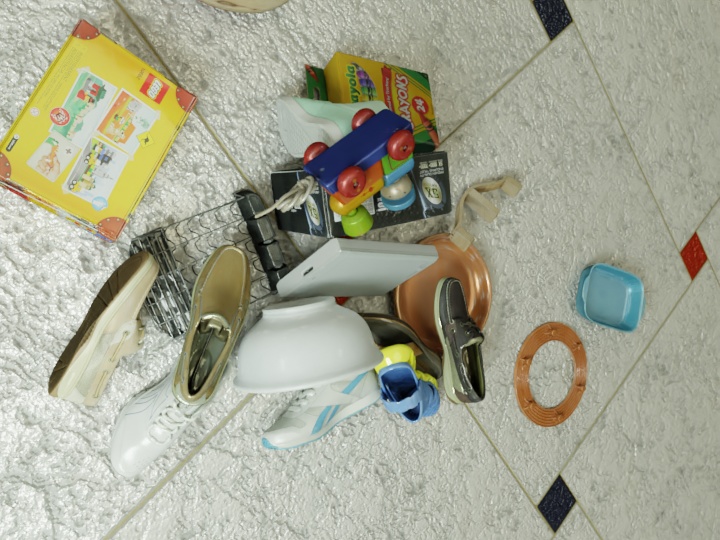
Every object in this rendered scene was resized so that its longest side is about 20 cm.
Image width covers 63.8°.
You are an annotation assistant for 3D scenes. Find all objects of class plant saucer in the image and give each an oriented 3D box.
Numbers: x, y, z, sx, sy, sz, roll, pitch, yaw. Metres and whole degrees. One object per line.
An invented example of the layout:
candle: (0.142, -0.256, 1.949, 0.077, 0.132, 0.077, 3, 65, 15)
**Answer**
plant saucer: (0.133, 0.040, 0.960, 0.198, 0.037, 0.203, 0, 90, -30)

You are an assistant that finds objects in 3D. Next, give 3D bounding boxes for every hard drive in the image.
hard drive: (0.000, 0.000, 0.802, 0.199, 0.132, 0.027, 2, 62, -46)

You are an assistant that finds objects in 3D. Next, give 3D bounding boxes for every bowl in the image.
bowl: (-0.073, 0.086, 0.749, 0.199, 0.200, 0.092, -10, 93, -29)

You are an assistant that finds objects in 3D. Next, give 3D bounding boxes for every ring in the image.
ring: (0.373, 0.201, 1.112, 0.198, 0.019, 0.203, -1, 91, -31)

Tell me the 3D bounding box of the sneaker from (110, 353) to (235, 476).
sneaker: (-0.234, 0.168, 0.721, 0.074, 0.087, 0.201, 44, 72, -24)

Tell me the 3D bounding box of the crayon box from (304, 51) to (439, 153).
crayon box: (0.019, -0.244, 0.861, 0.198, 0.051, 0.129, 1, 73, -30)

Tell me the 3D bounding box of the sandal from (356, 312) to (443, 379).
sandal: (0.055, 0.127, 0.891, 0.200, 0.081, 0.055, 43, 46, -31)

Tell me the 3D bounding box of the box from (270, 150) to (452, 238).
box: (-0.001, -0.109, 0.803, 0.198, 0.163, 0.087, -14, 105, -30)

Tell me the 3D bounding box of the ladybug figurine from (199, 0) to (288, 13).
ladybug figurine: (-0.176, -0.403, 0.751, 0.198, 0.072, 0.138, 3, 90, -31)

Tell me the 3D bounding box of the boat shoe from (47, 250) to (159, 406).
boat shoe: (-0.290, 0.070, 0.685, 0.065, 0.072, 0.201, 32, 92, -33)

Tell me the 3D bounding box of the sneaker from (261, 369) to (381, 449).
sneaker: (-0.061, 0.188, 0.835, 0.199, 0.076, 0.082, -27, 97, -34)

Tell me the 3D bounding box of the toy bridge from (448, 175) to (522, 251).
toy bridge: (0.205, -0.112, 0.986, 0.067, 0.027, 0.200, 40, 54, 9)

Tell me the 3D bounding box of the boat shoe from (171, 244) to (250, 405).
boat shoe: (-0.170, 0.059, 0.685, 0.071, 0.076, 0.202, 13, 71, -15)

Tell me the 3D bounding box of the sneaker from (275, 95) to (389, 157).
sneaker: (-0.032, -0.194, 0.771, 0.117, 0.200, 0.074, -21, 125, -24)

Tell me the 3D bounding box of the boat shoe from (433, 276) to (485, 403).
boat shoe: (0.164, 0.108, 0.909, 0.073, 0.064, 0.203, -8, 89, -44)

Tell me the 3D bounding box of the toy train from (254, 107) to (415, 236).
toy train: (-0.021, -0.082, 0.656, 0.199, 0.085, 0.116, -38, 140, -14)

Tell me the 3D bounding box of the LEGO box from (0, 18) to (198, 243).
LEGO box: (-0.308, -0.157, 0.677, 0.148, 0.077, 0.202, 32, 75, -27)

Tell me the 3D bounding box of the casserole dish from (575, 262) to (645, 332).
casserole dish: (0.503, 0.056, 1.173, 0.198, 0.039, 0.123, 15, 84, -29)

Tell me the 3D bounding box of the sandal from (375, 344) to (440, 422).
sandal: (0.072, 0.189, 0.865, 0.200, 0.079, 0.088, 49, 25, -52)

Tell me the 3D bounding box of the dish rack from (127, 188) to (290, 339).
dish rack: (-0.195, -0.008, 0.761, 0.199, 0.054, 0.155, -26, 102, -25)
